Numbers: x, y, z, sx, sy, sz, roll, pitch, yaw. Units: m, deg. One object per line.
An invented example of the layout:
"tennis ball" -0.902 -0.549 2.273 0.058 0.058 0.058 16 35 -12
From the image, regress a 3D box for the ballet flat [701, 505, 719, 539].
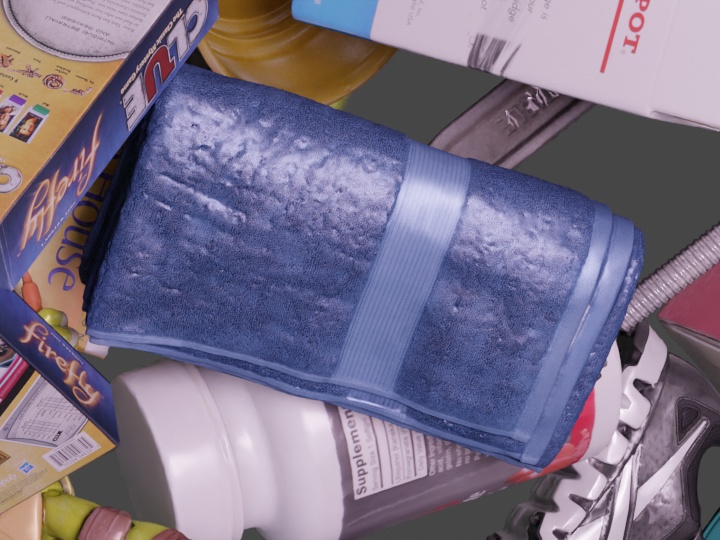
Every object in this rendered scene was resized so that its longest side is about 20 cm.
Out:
"ballet flat" 0.180 0.167 1.025 0.075 0.068 0.201 8 119 -49

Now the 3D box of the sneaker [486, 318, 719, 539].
"sneaker" 0.111 0.127 0.989 0.090 0.066 0.201 30 86 -11

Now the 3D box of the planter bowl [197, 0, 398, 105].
"planter bowl" -0.039 -0.169 0.841 0.200 0.083 0.201 -33 133 -44

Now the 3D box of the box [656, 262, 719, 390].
"box" 0.261 -0.001 1.012 0.200 0.109 0.128 -48 115 -8

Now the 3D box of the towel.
"towel" 0.000 0.000 0.809 0.199 0.049 0.112 18 113 -10

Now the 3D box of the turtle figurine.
"turtle figurine" -0.140 0.108 0.856 0.161 0.064 0.201 35 99 18

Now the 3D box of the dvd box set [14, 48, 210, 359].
"dvd box set" -0.169 -0.062 0.854 0.199 0.029 0.147 20 92 -25

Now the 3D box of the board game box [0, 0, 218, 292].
"board game box" -0.167 -0.086 0.722 0.136 0.199 0.035 -57 160 -32

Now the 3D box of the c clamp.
"c clamp" 0.126 -0.026 0.850 0.199 0.027 0.171 -32 106 8

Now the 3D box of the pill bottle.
"pill bottle" 0.000 0.054 0.907 0.199 0.111 0.111 -16 107 -19

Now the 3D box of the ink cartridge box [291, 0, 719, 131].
"ink cartridge box" 0.083 -0.121 0.785 0.067 0.199 0.117 6 102 -59

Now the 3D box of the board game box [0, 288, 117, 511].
"board game box" -0.207 0.063 0.772 0.199 0.035 0.136 -30 132 12
